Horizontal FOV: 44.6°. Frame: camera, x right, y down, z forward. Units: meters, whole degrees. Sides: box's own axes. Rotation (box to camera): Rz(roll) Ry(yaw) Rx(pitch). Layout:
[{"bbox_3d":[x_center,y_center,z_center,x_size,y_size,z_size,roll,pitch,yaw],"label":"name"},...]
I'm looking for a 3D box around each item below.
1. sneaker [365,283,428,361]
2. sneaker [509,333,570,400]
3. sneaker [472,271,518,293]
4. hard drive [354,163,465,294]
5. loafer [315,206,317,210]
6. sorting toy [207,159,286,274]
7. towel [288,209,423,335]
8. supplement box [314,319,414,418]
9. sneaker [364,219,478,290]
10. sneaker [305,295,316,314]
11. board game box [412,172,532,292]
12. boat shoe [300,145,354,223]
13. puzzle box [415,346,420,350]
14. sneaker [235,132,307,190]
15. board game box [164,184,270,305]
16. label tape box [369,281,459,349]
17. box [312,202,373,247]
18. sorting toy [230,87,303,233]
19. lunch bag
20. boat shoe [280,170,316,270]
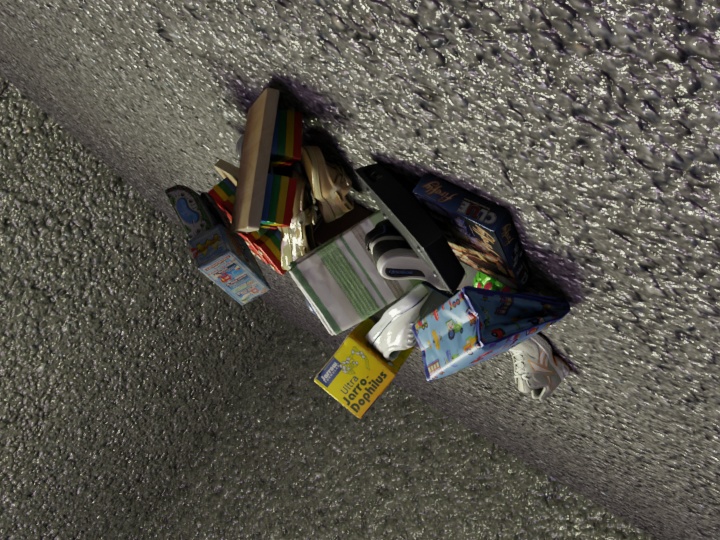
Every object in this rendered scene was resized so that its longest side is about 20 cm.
[{"bbox_3d":[0.075,0.088,1.452,0.071,0.073,0.200,46,149,7],"label":"sneaker"},{"bbox_3d":[0.307,0.171,1.598,0.200,0.092,0.076,42,167,-34],"label":"sneaker"},{"bbox_3d":[0.221,0.040,1.388,0.083,0.077,0.200,-2,163,-9],"label":"sneaker"},{"bbox_3d":[0.073,-0.066,1.255,0.200,0.042,0.135,52,180,42],"label":"hard drive"},{"bbox_3d":[-0.044,-0.053,1.785,0.200,0.063,0.072,39,168,-19],"label":"loafer"},{"bbox_3d":[-0.190,-0.090,1.584,0.199,0.070,0.200,53,170,-27],"label":"sorting toy"},{"bbox_3d":[0.000,0.000,1.451,0.149,0.200,0.031,57,-176,-18],"label":"towel"},{"bbox_3d":[0.013,0.166,1.600,0.109,0.109,0.200,39,-163,5],"label":"supplement box"},{"bbox_3d":[0.099,-0.036,1.394,0.199,0.073,0.112,10,-141,-35],"label":"sneaker"},{"bbox_3d":[-0.028,-0.002,1.619,0.082,0.200,0.074,13,150,42],"label":"sneaker"},{"bbox_3d":[0.160,-0.049,1.230,0.135,0.035,0.200,30,168,31],"label":"board game box"},{"bbox_3d":[-0.050,-0.145,1.403,0.200,0.064,0.071,74,176,-68],"label":"boat shoe"},{"bbox_3d":[0.124,0.078,1.648,0.200,0.133,0.025,36,170,-4],"label":"puzzle box"},{"bbox_3d":[-0.131,-0.159,1.547,0.114,0.076,0.200,28,165,45],"label":"sneaker"},{"bbox_3d":[-0.235,-0.050,1.427,0.200,0.062,0.200,61,-179,7],"label":"board game box"},{"bbox_3d":[0.087,0.042,1.569,0.200,0.144,0.066,30,169,25],"label":"label tape box"},{"bbox_3d":[0.005,-0.049,1.552,0.200,0.100,0.075,29,167,28],"label":"box"},{"bbox_3d":[-0.137,-0.154,1.323,0.069,0.200,0.200,8,179,-15],"label":"sorting toy"},{"bbox_3d":[0.204,0.088,1.300,0.199,0.094,0.151,-3,157,-31],"label":"lunch bag"},{"bbox_3d":[-0.096,-0.079,1.438,0.062,0.073,0.200,8,138,2],"label":"boat shoe"}]
